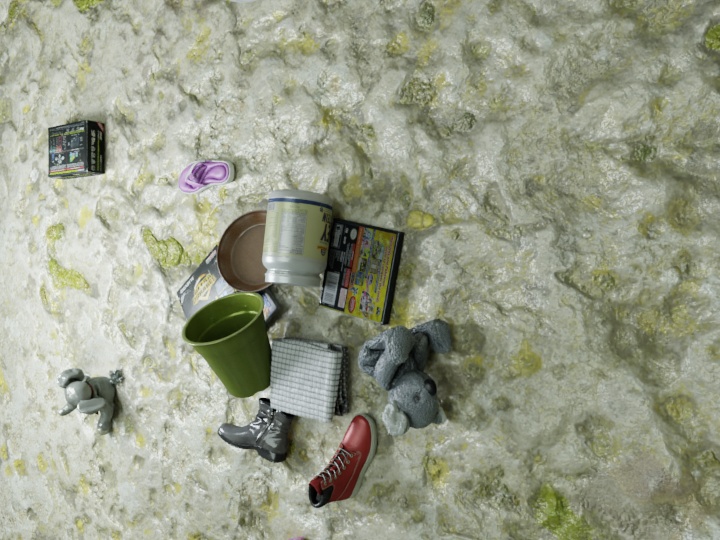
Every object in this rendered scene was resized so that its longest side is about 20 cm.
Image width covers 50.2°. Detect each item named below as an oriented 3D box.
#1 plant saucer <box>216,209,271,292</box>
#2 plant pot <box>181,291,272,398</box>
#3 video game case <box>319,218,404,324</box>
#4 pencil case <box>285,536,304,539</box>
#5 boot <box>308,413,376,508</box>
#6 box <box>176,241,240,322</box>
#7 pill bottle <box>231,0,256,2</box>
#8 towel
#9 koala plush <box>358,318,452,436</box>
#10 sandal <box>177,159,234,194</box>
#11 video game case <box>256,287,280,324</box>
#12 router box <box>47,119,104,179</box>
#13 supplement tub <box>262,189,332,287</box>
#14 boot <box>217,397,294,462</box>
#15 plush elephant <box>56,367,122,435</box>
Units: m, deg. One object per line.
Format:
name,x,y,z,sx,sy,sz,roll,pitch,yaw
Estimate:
plant saucer,-0.245,-0.042,1.816,0.199,0.037,0.202,-6,72,20
plant pot,-0.281,0.184,1.766,0.199,0.200,0.191,2,124,35
video game case,0.000,0.000,1.676,0.180,0.025,0.202,14,97,35
pencil case,-0.140,0.706,1.735,0.087,0.087,0.202,-28,75,32
boot,-0.043,0.405,1.631,0.072,0.144,0.202,23,101,35
box,-0.367,0.056,1.907,0.200,0.049,0.160,-45,56,27
pill bottle,-0.283,-0.754,1.832,0.110,0.110,0.202,-2,89,35
towel,-0.110,0.238,1.719,0.199,0.085,0.167,5,91,37
koala plush,0.095,0.223,1.529,0.183,0.176,0.202,-31,72,43
sandal,-0.403,-0.246,1.950,0.201,0.050,0.083,-9,84,35
video game case,-0.289,0.103,1.886,0.200,0.018,0.144,-48,63,26
router box,-0.833,-0.351,2.252,0.199,0.062,0.151,0,89,35
supplement tub,-0.140,-0.068,1.693,0.144,0.145,0.202,3,86,35
boot,-0.244,0.360,1.824,0.198,0.070,0.133,14,100,23
plush elephant,-0.767,0.355,2.141,0.165,0.154,0.201,48,116,26
